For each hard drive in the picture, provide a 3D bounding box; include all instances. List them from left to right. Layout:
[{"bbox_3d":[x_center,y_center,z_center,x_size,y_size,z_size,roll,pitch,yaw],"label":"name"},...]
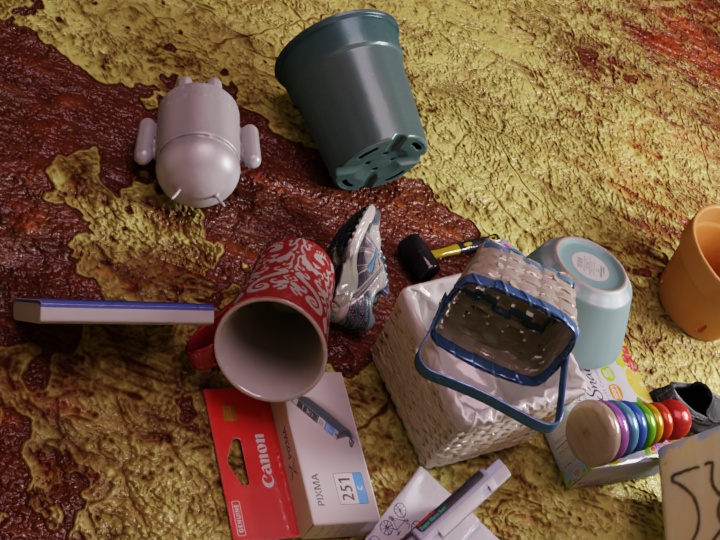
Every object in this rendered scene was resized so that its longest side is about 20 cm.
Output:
[{"bbox_3d":[-0.283,0.047,1.327,0.197,0.131,0.026,2,89,-29],"label":"hard drive"}]

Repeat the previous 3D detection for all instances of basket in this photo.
[{"bbox_3d":[0.143,0.125,1.480,0.197,0.162,0.200,-10,61,-29],"label":"basket"},{"bbox_3d":[0.165,0.077,1.330,0.174,0.140,0.201,27,43,0],"label":"basket"}]

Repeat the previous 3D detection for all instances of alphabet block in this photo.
[{"bbox_3d":[0.514,0.330,1.495,0.196,0.194,0.202,38,41,-31],"label":"alphabet block"}]

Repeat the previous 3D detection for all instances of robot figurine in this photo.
[{"bbox_3d":[-0.216,-0.167,1.542,0.166,0.114,0.203,-1,53,-7],"label":"robot figurine"}]

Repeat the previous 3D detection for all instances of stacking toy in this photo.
[{"bbox_3d":[0.364,0.203,1.536,0.197,0.086,0.086,-3,57,-39],"label":"stacking toy"}]

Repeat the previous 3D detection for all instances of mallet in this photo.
[{"bbox_3d":[0.132,-0.038,1.710,0.199,0.041,0.066,-22,66,-46],"label":"mallet"}]

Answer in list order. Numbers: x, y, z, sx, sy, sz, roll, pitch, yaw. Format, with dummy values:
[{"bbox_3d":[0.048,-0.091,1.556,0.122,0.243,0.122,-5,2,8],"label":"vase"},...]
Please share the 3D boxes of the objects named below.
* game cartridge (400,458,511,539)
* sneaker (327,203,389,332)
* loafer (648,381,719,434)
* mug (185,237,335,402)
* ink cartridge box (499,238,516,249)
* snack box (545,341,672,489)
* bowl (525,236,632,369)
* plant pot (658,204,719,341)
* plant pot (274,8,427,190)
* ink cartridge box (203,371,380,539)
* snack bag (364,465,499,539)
[{"bbox_3d":[0.080,0.294,1.312,0.038,0.130,0.199,45,46,14],"label":"game cartridge"},{"bbox_3d":[0.000,0.000,1.581,0.086,0.077,0.202,33,51,-20],"label":"sneaker"},{"bbox_3d":[0.492,0.199,1.696,0.198,0.070,0.069,10,48,-40],"label":"loafer"},{"bbox_3d":[-0.114,0.045,1.404,0.174,0.136,0.201,9,26,2],"label":"mug"},{"bbox_3d":[0.206,0.050,1.679,0.119,0.042,0.200,39,47,3],"label":"ink cartridge box"},{"bbox_3d":[0.327,0.192,1.617,0.166,0.068,0.202,0,54,-31],"label":"snack box"},{"bbox_3d":[0.300,0.029,1.626,0.197,0.106,0.203,16,38,-12],"label":"bowl"},{"bbox_3d":[0.570,0.017,1.853,0.197,0.140,0.203,16,49,-19],"label":"plant pot"},{"bbox_3d":[-0.002,-0.238,1.685,0.198,0.200,0.199,-8,67,-35],"label":"plant pot"},{"bbox_3d":[-0.082,0.215,1.368,0.173,0.045,0.203,3,54,-30],"label":"ink cartridge box"},{"bbox_3d":[0.101,0.356,1.382,0.200,0.021,0.188,42,45,5],"label":"snack bag"}]
